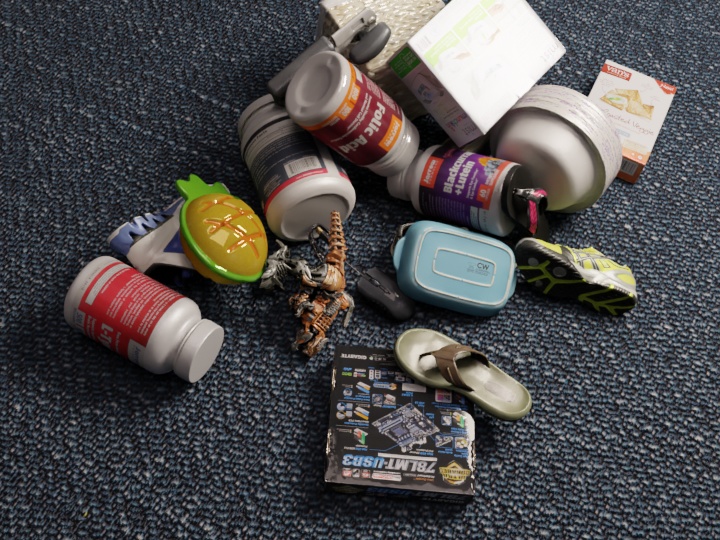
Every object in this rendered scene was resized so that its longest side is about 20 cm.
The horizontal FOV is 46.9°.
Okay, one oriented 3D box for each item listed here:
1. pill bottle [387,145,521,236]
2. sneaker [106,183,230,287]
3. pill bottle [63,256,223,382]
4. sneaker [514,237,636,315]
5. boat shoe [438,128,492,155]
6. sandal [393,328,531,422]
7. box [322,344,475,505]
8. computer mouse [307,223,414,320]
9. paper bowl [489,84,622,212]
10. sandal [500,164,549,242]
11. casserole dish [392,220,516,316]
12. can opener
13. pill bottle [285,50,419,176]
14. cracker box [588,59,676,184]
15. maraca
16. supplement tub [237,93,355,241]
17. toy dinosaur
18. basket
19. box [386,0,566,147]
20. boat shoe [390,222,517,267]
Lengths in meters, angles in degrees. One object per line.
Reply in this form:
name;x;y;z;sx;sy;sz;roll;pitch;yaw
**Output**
pill bottle;0.146;-0.130;1.278;0.199;0.112;0.112;18;57;28
sneaker;-0.265;-0.041;1.234;0.199;0.080;0.115;-33;90;-38
pill bottle;-0.293;0.070;1.136;0.199;0.112;0.113;26;60;12
sneaker;0.322;-0.002;1.252;0.199;0.075;0.077;25;49;-9
boat shoe;0.200;-0.235;1.386;0.073;0.075;0.200;41;63;19
sandal;0.141;0.130;1.114;0.200;0.057;0.080;25;58;9
box;0.054;0.204;1.118;0.199;0.050;0.200;5;59;-3
computer mouse;0.000;0.000;1.223;0.200;0.034;0.059;39;79;4
paper bowl;0.290;-0.174;1.279;0.200;0.201;0.104;34;61;16
sandal;0.257;-0.087;1.228;0.045;0.200;0.075;16;68;37
casserole dish;0.146;-0.003;1.214;0.199;0.039;0.122;15;83;-15
can opener;-0.044;-0.309;1.227;0.200;0.053;0.067;-41;70;-2
pill bottle;-0.006;-0.223;1.220;0.114;0.200;0.115;-18;60;33
cracker box;0.447;-0.259;1.429;0.133;0.058;0.201;25;59;10
maraca;-0.198;-0.061;1.175;0.137;0.107;0.201;18;36;-43
supplement tub;-0.102;-0.160;1.276;0.140;0.141;0.201;-16;61;-14
toy dinosaur;-0.069;0.018;1.197;0.135;0.102;0.201;17;61;1
basket;0.046;-0.353;1.377;0.199;0.199;0.161;-25;67;-19
box;0.175;-0.321;1.243;0.177;0.097;0.200;47;74;-10
boat shoe;0.148;-0.034;1.263;0.199;0.068;0.072;7;57;-2
